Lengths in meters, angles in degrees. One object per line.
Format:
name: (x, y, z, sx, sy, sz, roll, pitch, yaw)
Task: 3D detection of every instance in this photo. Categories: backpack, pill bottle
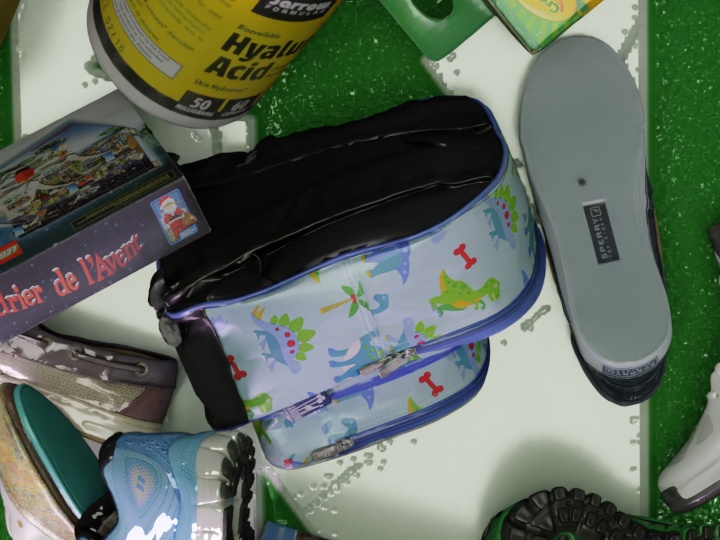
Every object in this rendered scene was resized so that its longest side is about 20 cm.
backpack: (0.000, 0.000, 1.462, 0.199, 0.183, 0.147, -21, 118, 6)
pill bottle: (-0.056, -0.172, 1.426, 0.111, 0.111, 0.200, 40, 135, -3)

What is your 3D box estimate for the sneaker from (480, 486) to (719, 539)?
sneaker: (0.161, 0.171, 1.533, 0.199, 0.085, 0.078, 23, 77, -15)

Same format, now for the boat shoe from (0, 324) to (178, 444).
boat shoe: (-0.197, 0.039, 1.524, 0.199, 0.072, 0.065, 24, 90, -4)

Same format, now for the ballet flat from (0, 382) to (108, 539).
ballet flat: (-0.157, 0.140, 1.504, 0.071, 0.071, 0.200, -38, 127, 5)

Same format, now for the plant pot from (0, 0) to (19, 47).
plant pot: (-0.254, -0.216, 1.439, 0.195, 0.194, 0.201, 29, 84, -2)

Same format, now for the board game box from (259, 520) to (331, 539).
board game box: (0.024, 0.226, 1.494, 0.199, 0.159, 0.097, 16, 96, -1)

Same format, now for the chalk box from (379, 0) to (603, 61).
chalk box: (0.096, -0.198, 1.460, 0.200, 0.124, 0.125, -40, 94, 5)

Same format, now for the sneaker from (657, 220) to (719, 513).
sneaker: (0.218, 0.036, 1.523, 0.201, 0.076, 0.115, -45, 80, 5)

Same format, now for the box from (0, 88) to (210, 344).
box: (-0.191, -0.014, 1.434, 0.199, 0.137, 0.038, -28, 121, -6)

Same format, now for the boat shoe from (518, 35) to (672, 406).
boat shoe: (0.130, -0.025, 1.512, 0.070, 0.091, 0.201, -8, 70, 2)

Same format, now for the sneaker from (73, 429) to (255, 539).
sneaker: (-0.107, 0.148, 1.453, 0.090, 0.079, 0.201, 13, 135, 7)
